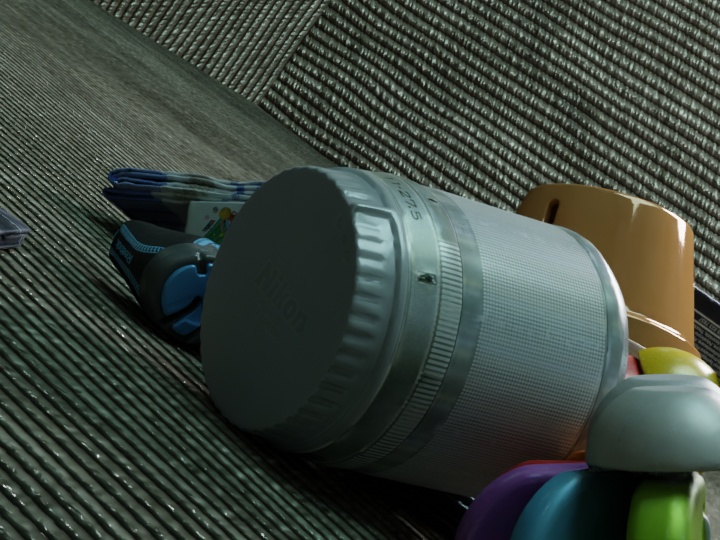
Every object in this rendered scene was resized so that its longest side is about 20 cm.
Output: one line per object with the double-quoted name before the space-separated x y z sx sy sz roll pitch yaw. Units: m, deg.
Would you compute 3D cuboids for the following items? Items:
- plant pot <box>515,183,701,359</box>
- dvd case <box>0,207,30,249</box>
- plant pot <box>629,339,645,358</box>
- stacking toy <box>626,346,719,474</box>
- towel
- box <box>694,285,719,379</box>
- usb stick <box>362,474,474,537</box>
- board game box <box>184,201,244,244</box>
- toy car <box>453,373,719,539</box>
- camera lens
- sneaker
"plant pot" 0.179 0.019 1.900 0.199 0.140 0.200 14 -13 3
"dvd case" -0.273 -0.074 1.276 0.200 0.016 0.149 35 5 3
"plant pot" 0.120 0.092 1.761 0.200 0.093 0.201 16 -13 4
"stacking toy" 0.183 0.096 1.531 0.146 0.199 0.147 -19 90 -86
"towel" -0.068 -0.040 1.693 0.199 0.024 0.147 4 -12 12
"box" 0.219 0.081 2.134 0.200 0.199 0.123 35 2 -3
"usb stick" 0.001 0.100 1.400 0.200 0.033 0.055 34 -2 -10
"board game box" 0.000 0.000 1.633 0.199 0.064 0.147 3 -11 27
"toy car" 0.122 0.143 1.220 0.149 0.176 0.200 1 2 6
"camera lens" 0.034 0.036 1.317 0.200 0.160 0.160 15 15 -35
"sneaker" -0.068 0.019 1.466 0.200 0.073 0.082 32 4 -47
